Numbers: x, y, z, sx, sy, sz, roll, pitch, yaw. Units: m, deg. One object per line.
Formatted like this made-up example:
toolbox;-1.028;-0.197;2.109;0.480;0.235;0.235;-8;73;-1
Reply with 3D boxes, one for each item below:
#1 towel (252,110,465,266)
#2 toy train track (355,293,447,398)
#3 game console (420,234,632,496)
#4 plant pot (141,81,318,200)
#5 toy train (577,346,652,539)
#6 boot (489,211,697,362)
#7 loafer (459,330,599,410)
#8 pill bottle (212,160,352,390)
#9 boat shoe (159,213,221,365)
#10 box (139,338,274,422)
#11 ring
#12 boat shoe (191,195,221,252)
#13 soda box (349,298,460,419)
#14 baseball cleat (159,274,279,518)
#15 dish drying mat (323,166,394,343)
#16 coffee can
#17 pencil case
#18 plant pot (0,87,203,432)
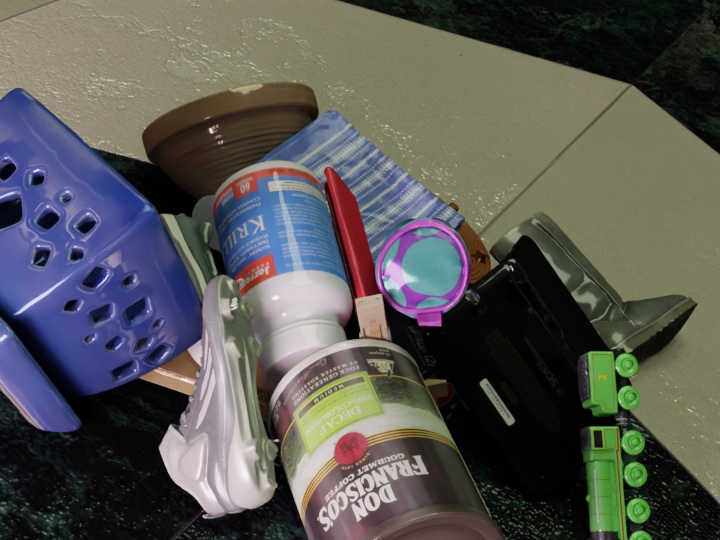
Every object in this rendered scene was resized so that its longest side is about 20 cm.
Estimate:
towel;-0.006;-0.076;1.357;0.200;0.024;0.144;41;56;18
toy train track;0.017;0.081;1.169;0.113;0.201;0.033;-11;51;-1
game console;0.168;0.089;1.284;0.175;0.116;0.201;-36;92;-10
plant pot;-0.134;-0.128;1.440;0.199;0.200;0.094;-12;82;-37
toy train;0.230;0.169;1.199;0.056;0.042;0.203;1;75;-10
boot;0.265;0.013;1.482;0.181;0.073;0.200;-20;54;-43
loafer;0.164;0.085;1.354;0.198;0.073;0.063;-15;39;-36
pill bottle;-0.069;0.007;1.223;0.111;0.113;0.202;1;53;-25
boat shoe;-0.145;0.015;1.249;0.061;0.073;0.201;1;38;-28
box;-0.130;0.069;1.266;0.198;0.021;0.164;19;33;0
ring;0.062;-0.056;1.434;0.199;0.019;0.201;27;26;-14
boat shoe;-0.088;-0.023;1.364;0.199;0.074;0.065;37;18;29
soda box;0.040;0.058;1.322;0.063;0.071;0.201;5;36;-29
baseball cleat;-0.129;0.107;1.107;0.070;0.105;0.202;35;40;-60
dish drying mat;0.000;0.000;1.257;0.018;0.077;0.202;-22;61;12
coffee can;0.016;0.177;1.078;0.145;0.148;0.201;2;37;-24
pencil case;0.056;-0.002;1.194;0.084;0.094;0.200;0;1;2
plant pot;-0.270;0.004;1.112;0.180;0.201;0.200;-43;62;-15
